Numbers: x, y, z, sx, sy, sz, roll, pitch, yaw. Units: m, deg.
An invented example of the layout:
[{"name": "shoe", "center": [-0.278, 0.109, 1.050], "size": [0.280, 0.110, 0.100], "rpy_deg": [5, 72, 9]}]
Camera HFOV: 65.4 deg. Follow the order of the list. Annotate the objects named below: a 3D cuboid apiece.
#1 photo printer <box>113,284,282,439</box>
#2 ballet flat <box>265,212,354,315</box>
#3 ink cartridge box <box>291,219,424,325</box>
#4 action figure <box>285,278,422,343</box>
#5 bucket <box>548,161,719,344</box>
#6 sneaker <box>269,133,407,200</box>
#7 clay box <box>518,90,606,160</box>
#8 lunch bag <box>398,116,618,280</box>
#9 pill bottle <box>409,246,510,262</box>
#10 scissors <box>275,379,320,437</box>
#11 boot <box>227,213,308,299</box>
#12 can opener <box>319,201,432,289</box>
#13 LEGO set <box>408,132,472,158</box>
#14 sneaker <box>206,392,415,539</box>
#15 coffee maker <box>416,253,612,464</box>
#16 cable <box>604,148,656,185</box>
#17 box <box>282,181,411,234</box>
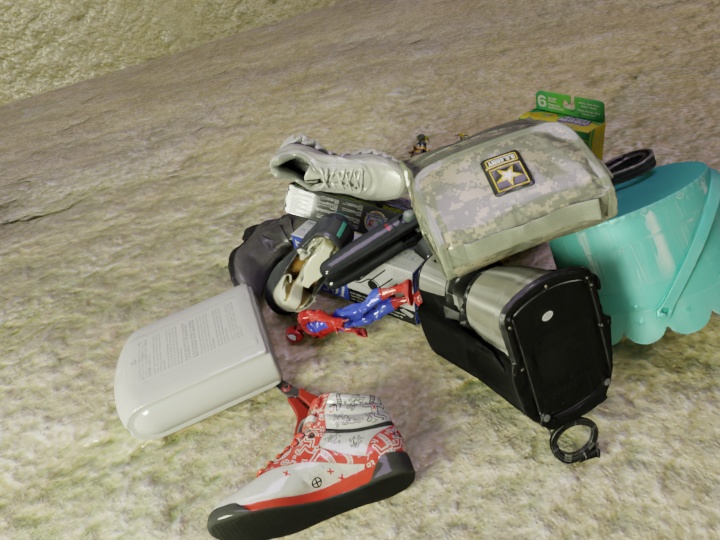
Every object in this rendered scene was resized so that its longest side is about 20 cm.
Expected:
[{"name": "photo printer", "center": [-0.211, 0.114, 0.710], "size": [0.199, 0.070, 0.167], "rpy_deg": [-24, 37, -7]}, {"name": "ballet flat", "center": [-0.076, 0.008, 0.740], "size": [0.073, 0.200, 0.073], "rpy_deg": [26, 36, -21]}, {"name": "ink cartridge box", "center": [0.000, 0.000, 0.779], "size": [0.199, 0.094, 0.044], "rpy_deg": [19, 46, 30]}, {"name": "action figure", "center": [-0.015, 0.062, 0.721], "size": [0.199, 0.065, 0.052], "rpy_deg": [-16, 66, 28]}, {"name": "bucket", "center": [0.315, -0.025, 0.629], "size": [0.206, 0.135, 0.207], "rpy_deg": [-25, 11, 5]}, {"name": "sneaker", "center": [-0.031, -0.132, 0.773], "size": [0.199, 0.076, 0.081], "rpy_deg": [13, 27, 12]}, {"name": "clay box", "center": [0.289, -0.152, 0.819], "size": [0.047, 0.201, 0.115], "rpy_deg": [-32, 40, -26]}, {"name": "lunch bag", "center": [0.136, -0.075, 0.561], "size": [0.163, 0.118, 0.200], "rpy_deg": [-19, 21, 4]}, {"name": "pill bottle", "center": [0.165, -0.053, 0.796], "size": [0.200, 0.112, 0.111], "rpy_deg": [-35, 41, -28]}, {"name": "scissors", "center": [-0.077, 0.148, 0.683], "size": [0.073, 0.014, 0.200], "rpy_deg": [-29, 38, -18]}, {"name": "boot", "center": [-0.127, -0.039, 0.875], "size": [0.131, 0.070, 0.200], "rpy_deg": [-22, 35, 15]}, {"name": "can opener", "center": [0.040, -0.037, 0.690], "size": [0.199, 0.064, 0.079], "rpy_deg": [-23, 44, -11]}, {"name": "LEGO set", "center": [0.183, -0.192, 0.939], "size": [0.199, 0.154, 0.116], "rpy_deg": [5, 72, 39]}, {"name": "sneaker", "center": [-0.055, 0.190, 0.561], "size": [0.200, 0.067, 0.108], "rpy_deg": [-13, 45, -11]}, {"name": "coffee maker", "center": [0.151, 0.075, 0.602], "size": [0.134, 0.193, 0.200], "rpy_deg": [-1, 10, -18]}, {"name": "cable", "center": [0.242, -0.102, 0.674], "size": [0.199, 0.050, 0.097], "rpy_deg": [-21, 16, 37]}, {"name": "box", "center": [-0.003, -0.097, 0.864], "size": [0.199, 0.045, 0.160], "rpy_deg": [15, 17, 2]}]
